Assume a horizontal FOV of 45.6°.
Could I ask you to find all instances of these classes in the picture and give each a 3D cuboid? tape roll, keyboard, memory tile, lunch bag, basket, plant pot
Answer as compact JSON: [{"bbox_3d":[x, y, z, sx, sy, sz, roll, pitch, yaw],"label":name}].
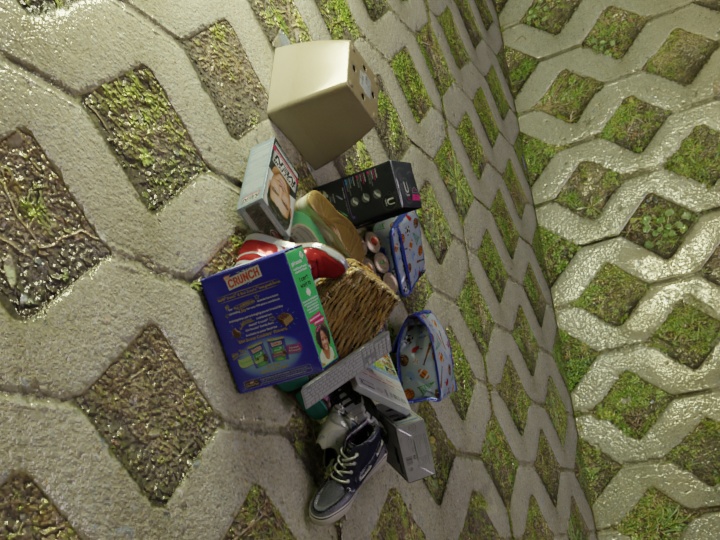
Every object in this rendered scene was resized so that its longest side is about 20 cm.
[{"bbox_3d":[-0.120,-0.012,1.665,0.200,0.047,0.204,44,38,-48],"label":"tape roll"},{"bbox_3d":[-0.023,0.179,1.550,0.198,0.011,0.057,-32,133,-21],"label":"keyboard"},{"bbox_3d":[0.000,0.000,1.869,0.199,0.017,0.156,-18,86,-50],"label":"memory tile"},{"bbox_3d":[0.093,-0.040,2.044,0.161,0.074,0.203,-52,135,-50],"label":"lunch bag"},{"bbox_3d":[-0.049,0.076,1.604,0.142,0.202,0.149,32,5,-24],"label":"basket"},{"bbox_3d":[0.146,0.197,2.001,0.170,0.121,0.204,-4,88,-73],"label":"lunch bag"},{"bbox_3d":[-0.067,-0.375,1.837,0.200,0.175,0.203,45,37,-45],"label":"plant pot"}]

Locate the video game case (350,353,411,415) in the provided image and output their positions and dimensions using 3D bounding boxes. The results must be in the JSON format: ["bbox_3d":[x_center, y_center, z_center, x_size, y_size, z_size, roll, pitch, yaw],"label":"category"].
[{"bbox_3d":[0.021,0.196,1.725,0.142,0.018,0.201,30,22,-29],"label":"video game case"}]

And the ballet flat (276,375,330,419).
[{"bbox_3d":[-0.111,0.195,1.551,0.201,0.068,0.072,56,17,-44],"label":"ballet flat"}]

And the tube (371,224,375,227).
[{"bbox_3d":[0.072,-0.104,2.124,0.052,0.058,0.200,43,1,34],"label":"tube"}]

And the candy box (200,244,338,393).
[{"bbox_3d":[-0.149,0.080,1.407,0.077,0.166,0.203,-32,105,-67],"label":"candy box"}]

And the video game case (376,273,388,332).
[{"bbox_3d":[0.008,0.078,1.910,0.181,0.023,0.204,22,56,-60],"label":"video game case"}]

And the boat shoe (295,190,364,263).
[{"bbox_3d":[-0.066,-0.083,1.783,0.201,0.068,0.074,50,39,-29],"label":"boat shoe"}]

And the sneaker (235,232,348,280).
[{"bbox_3d":[-0.127,0.003,1.498,0.113,0.196,0.072,-68,165,-45],"label":"sneaker"}]

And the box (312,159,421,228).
[{"bbox_3d":[0.015,-0.156,1.852,0.122,0.197,0.108,-10,84,-64],"label":"box"}]

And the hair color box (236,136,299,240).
[{"bbox_3d":[-0.169,-0.148,1.598,0.100,0.060,0.202,55,24,-34],"label":"hair color box"}]

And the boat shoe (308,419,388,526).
[{"bbox_3d":[-0.029,0.356,1.534,0.200,0.074,0.094,-45,138,-35],"label":"boat shoe"}]

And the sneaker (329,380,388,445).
[{"bbox_3d":[-0.014,0.266,1.703,0.201,0.066,0.091,56,5,-23],"label":"sneaker"}]

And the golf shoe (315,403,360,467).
[{"bbox_3d":[-0.037,0.340,1.626,0.097,0.078,0.201,-47,141,-22],"label":"golf shoe"}]

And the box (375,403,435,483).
[{"bbox_3d":[0.083,0.341,1.733,0.200,0.059,0.119,-174,-110,-76],"label":"box"}]
